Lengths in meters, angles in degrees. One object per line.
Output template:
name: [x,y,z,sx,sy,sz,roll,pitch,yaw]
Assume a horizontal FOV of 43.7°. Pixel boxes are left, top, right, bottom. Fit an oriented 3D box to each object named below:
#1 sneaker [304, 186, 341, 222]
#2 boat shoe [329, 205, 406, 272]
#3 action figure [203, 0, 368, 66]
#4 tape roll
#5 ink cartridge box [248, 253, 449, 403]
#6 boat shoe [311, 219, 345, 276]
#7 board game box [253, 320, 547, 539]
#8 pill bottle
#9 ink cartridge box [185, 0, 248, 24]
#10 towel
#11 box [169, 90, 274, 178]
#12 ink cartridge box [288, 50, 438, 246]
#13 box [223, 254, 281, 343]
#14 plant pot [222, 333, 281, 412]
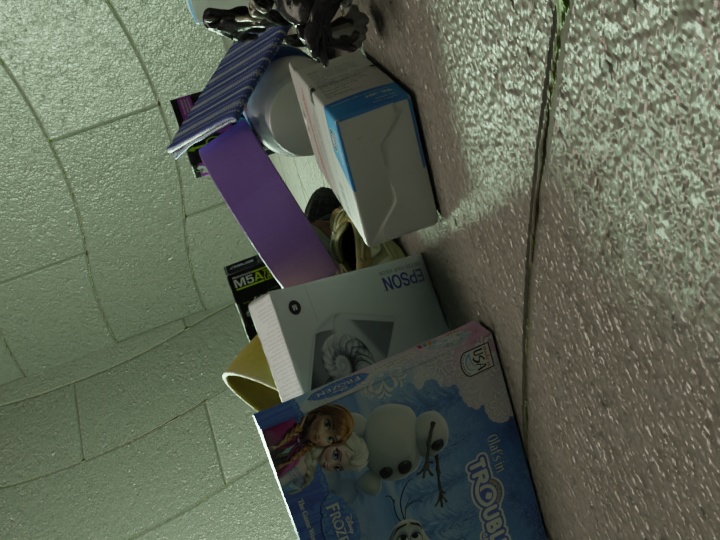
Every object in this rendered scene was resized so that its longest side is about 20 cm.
sneaker: [-0.068,-0.020,1.304,0.090,0.075,0.204,-3,79,60]
boat shoe: [-0.005,-0.025,1.022,0.201,0.062,0.074,-121,36,-54]
action figure: [-0.047,-0.226,0.699,0.199,0.101,0.121,17,124,49]
tape roll: [-0.104,-0.069,1.025,0.202,0.065,0.200,57,179,1]
ink cartridge box: [0.015,0.099,0.808,0.040,0.198,0.203,-26,82,47]
boat shoe: [0.000,0.000,1.121,0.200,0.071,0.076,47,147,25]
board game box: [0.038,0.172,0.726,0.043,0.196,0.203,-147,37,-69]
pill bottle: [-0.081,-0.196,1.039,0.200,0.110,0.114,-124,16,-67]
ink cartridge box: [-0.261,-0.509,1.611,0.200,0.114,0.068,-122,13,-60]
towel: [-0.134,-0.218,1.009,0.024,0.202,0.144,40,146,-27]
box: [-0.181,-0.233,1.385,0.036,0.197,0.144,87,162,-56]
ink cartridge box: [-0.003,-0.120,0.798,0.200,0.067,0.118,-121,14,-60]
box: [-0.064,0.054,1.229,0.048,0.197,0.196,-129,20,-71]
plant pot: [-0.021,0.097,0.918,0.198,0.143,0.201,26,160,10]
